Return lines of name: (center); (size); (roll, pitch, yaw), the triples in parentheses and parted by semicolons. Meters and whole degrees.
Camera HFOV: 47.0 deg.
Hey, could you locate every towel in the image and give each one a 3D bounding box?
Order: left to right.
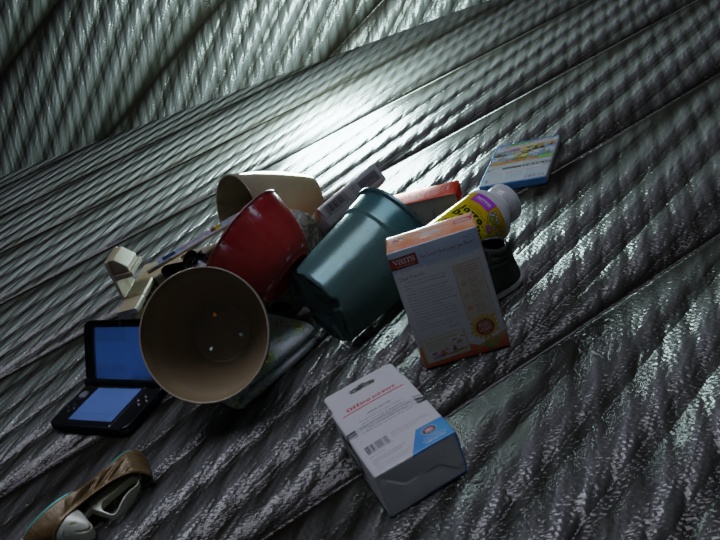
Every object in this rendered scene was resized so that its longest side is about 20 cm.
towel: (-0.190, 0.144, 1.401); (0.170, 0.049, 0.200); (8, 39, 46)

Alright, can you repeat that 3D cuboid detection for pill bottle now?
pill bottle: (0.194, -0.074, 1.461); (0.199, 0.105, 0.104); (-36, 30, -27)

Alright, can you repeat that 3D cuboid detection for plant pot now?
plant pot: (-0.229, 0.099, 1.294); (0.198, 0.203, 0.134); (-20, -4, 2)
plant pot: (-0.185, -0.142, 1.822); (0.198, 0.190, 0.186); (-21, 22, -34)
plant pot: (0.000, 0.000, 1.388); (0.196, 0.202, 0.199); (-42, 32, -23)

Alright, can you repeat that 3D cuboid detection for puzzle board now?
puzzle board: (-0.316, -0.061, 1.623); (0.199, 0.018, 0.150); (-36, 9, -33)

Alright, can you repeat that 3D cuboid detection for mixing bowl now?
mixing bowl: (-0.159, -0.020, 1.381); (0.108, 0.201, 0.200); (36, 48, 8)

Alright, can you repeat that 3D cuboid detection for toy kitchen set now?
toy kitchen set: (-0.392, 0.011, 1.672); (0.178, 0.165, 0.201); (-15, 27, 11)

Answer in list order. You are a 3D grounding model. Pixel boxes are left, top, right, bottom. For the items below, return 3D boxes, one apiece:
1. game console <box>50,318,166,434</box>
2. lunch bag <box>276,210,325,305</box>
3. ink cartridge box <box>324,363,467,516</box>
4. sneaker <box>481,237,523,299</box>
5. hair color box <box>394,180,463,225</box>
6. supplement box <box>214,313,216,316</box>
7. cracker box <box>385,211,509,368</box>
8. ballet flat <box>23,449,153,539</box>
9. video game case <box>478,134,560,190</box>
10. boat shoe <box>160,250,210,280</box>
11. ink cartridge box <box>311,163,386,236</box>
game console: (-0.443, 0.182, 1.438); (0.197, 0.120, 0.171); (-4, 30, 32)
lunch bag: (-0.170, -0.010, 1.591); (0.198, 0.140, 0.169); (-1, 49, 37)
ink cartridge box: (0.040, 0.211, 1.076); (0.115, 0.069, 0.200); (-26, 27, -11)
sneaker: (0.171, 0.019, 1.310); (0.199, 0.100, 0.070); (-35, 31, -23)
hair color box: (0.103, -0.095, 1.574); (0.197, 0.103, 0.061); (-11, 27, 19)
supplement box: (-0.291, 0.078, 1.525); (0.126, 0.074, 0.199); (-37, 16, -29)
cracker box: (0.127, 0.031, 1.202); (0.132, 0.202, 0.058); (-16, 26, 8)
ballet flat: (-0.376, 0.336, 1.173); (0.072, 0.069, 0.199); (28, 48, 33)
video game case: (0.337, -0.224, 1.741); (0.141, 0.018, 0.201); (-8, 29, 27)
boat shoe: (-0.315, -0.005, 1.569); (0.198, 0.067, 0.074); (-14, 21, 51)
ink cartridge box: (-0.043, -0.119, 1.666); (0.162, 0.050, 0.200); (-42, 1, -25)
